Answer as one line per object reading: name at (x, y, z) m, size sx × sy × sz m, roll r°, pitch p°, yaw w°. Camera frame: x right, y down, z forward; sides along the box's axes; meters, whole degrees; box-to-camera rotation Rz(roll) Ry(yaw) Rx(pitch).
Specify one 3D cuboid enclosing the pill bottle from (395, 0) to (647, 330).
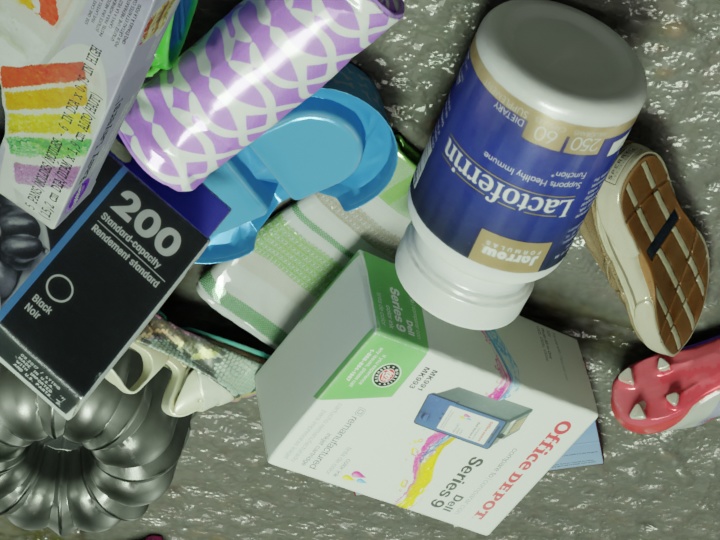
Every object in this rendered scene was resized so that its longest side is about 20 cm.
pill bottle at (0.098, -0.065, 1.435) m, size 0.115 × 0.116 × 0.201 m, roll 13°, pitch 129°, yaw -13°

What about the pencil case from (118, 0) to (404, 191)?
pencil case at (-0.066, -0.136, 1.373) m, size 0.200 × 0.086 × 0.084 m, roll -39°, pitch 164°, yaw 16°

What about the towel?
towel at (0.000, 0.000, 1.570) m, size 0.199 × 0.031 × 0.149 m, roll -35°, pitch 126°, yaw 30°

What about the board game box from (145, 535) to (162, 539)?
board game box at (-0.216, 0.311, 1.882) m, size 0.198 × 0.026 × 0.201 m, roll -16°, pitch 132°, yaw 16°

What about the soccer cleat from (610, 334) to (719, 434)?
soccer cleat at (0.281, 0.075, 1.629) m, size 0.198 × 0.067 × 0.076 m, roll -17°, pitch 164°, yaw 9°

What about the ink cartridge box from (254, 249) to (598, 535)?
ink cartridge box at (0.047, 0.091, 1.580) m, size 0.199 × 0.088 × 0.146 m, roll 21°, pitch 126°, yaw -29°

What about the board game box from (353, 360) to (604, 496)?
board game box at (0.082, 0.122, 1.697) m, size 0.198 × 0.020 × 0.103 m, roll -8°, pitch 135°, yaw 9°

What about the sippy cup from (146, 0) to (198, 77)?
sippy cup at (-0.157, -0.201, 1.311) m, size 0.129 × 0.140 × 0.180 m, roll 15°, pitch 97°, yaw 0°

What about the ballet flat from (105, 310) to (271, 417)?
ballet flat at (-0.145, 0.061, 1.598) m, size 0.199 × 0.072 × 0.069 m, roll 28°, pitch 163°, yaw -24°

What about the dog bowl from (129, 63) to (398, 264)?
dog bowl at (-0.068, -0.077, 1.480) m, size 0.199 × 0.050 × 0.112 m, roll -22°, pitch 130°, yaw 22°

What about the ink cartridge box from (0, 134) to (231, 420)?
ink cartridge box at (-0.194, -0.045, 1.367) m, size 0.198 × 0.200 × 0.043 m, roll 41°, pitch 144°, yaw -7°

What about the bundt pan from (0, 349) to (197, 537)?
bundt pan at (-0.224, 0.127, 1.667) m, size 0.200 × 0.076 × 0.203 m, roll 0°, pitch 135°, yaw 0°

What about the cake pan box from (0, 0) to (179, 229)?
cake pan box at (-0.210, -0.143, 1.257) m, size 0.184 × 0.052 × 0.201 m, roll 36°, pitch 131°, yaw 4°

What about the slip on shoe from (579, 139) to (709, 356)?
slip on shoe at (0.188, -0.018, 1.533) m, size 0.060 × 0.076 × 0.200 m, roll 23°, pitch 158°, yaw 36°
